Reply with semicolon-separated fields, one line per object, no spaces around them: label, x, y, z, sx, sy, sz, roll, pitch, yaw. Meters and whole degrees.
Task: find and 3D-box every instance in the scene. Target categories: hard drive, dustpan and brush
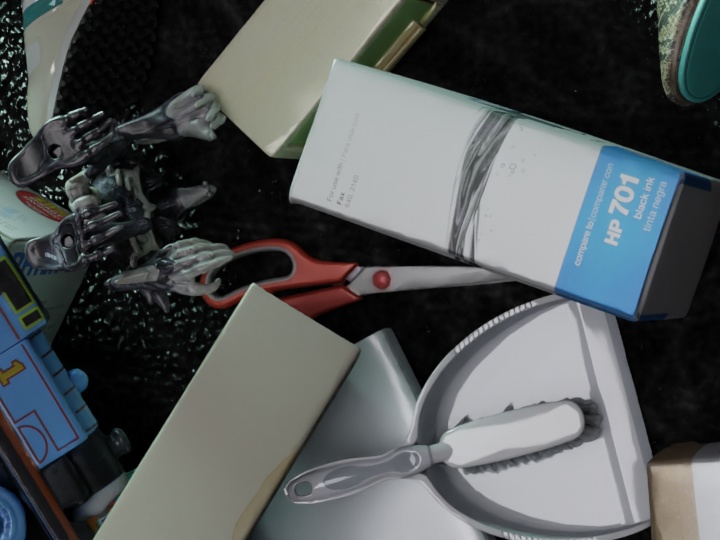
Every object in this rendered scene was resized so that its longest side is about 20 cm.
hard drive;0.004;0.152;1.372;0.132;0.027;0.200;-29;82;17
dustpan and brush;0.057;0.098;1.316;0.200;0.057;0.140;-15;85;7

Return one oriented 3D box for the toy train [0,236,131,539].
toy train;-0.205;0.073;1.285;0.114;0.087;0.200;-32;96;-12

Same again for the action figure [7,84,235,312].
action figure;-0.119;-0.037;1.320;0.102;0.200;0.119;-12;87;14

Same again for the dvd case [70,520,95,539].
dvd case;-0.211;0.190;1.327;0.149;0.016;0.200;-31;85;-8

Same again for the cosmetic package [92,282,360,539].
cosmetic package;-0.083;0.116;1.293;0.073;0.104;0.200;32;79;1

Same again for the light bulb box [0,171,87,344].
light bulb box;-0.296;0.020;1.418;0.198;0.125;0.200;30;101;15

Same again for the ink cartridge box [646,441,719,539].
ink cartridge box;0.261;0.169;1.262;0.200;0.075;0.165;-7;90;19

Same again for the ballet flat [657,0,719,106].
ballet flat;0.206;-0.186;1.282;0.075;0.068;0.200;36;98;43

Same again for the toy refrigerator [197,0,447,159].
toy refrigerator;0.005;-0.156;1.339;0.070;0.076;0.200;43;103;13

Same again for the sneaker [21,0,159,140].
sneaker;-0.173;-0.172;1.412;0.093;0.070;0.200;19;102;38

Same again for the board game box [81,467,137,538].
board game box;-0.119;0.218;1.361;0.152;0.045;0.200;-24;86;1

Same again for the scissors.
scissors;0.000;0.000;1.376;0.200;0.014;0.073;-18;84;20

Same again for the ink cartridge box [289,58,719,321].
ink cartridge box;0.083;-0.041;1.278;0.200;0.146;0.086;21;96;17
